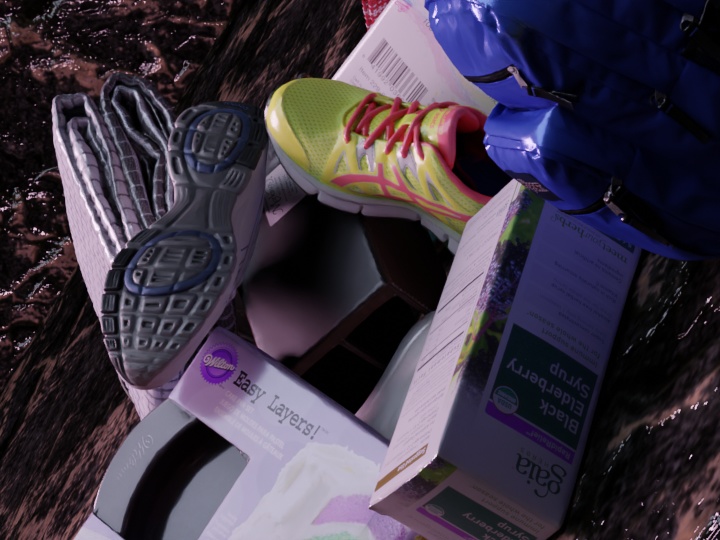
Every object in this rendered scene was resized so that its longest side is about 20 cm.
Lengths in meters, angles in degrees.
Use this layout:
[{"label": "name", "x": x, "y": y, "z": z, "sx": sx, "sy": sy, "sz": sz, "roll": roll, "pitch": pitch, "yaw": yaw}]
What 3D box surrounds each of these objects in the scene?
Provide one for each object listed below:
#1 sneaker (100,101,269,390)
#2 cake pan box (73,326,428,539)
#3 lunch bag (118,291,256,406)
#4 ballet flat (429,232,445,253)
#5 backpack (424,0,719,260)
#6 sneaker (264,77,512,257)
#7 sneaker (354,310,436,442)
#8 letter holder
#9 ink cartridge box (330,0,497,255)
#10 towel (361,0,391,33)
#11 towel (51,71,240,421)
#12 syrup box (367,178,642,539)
[{"label": "sneaker", "x": -0.092, "y": -0.005, "z": 1.365, "sx": 0.087, "sy": 0.074, "sz": 0.201, "roll": 80, "pitch": -155, "yaw": -49}, {"label": "cake pan box", "x": -0.061, "y": 0.152, "z": 1.299, "sx": 0.200, "sy": 0.052, "sz": 0.185, "roll": 34, "pitch": 86, "yaw": 36}, {"label": "lunch bag", "x": -0.088, "y": 0.047, "z": 1.690, "sx": 0.140, "sy": 0.167, "sz": 0.200, "roll": -53, "pitch": 14, "yaw": 26}, {"label": "ballet flat", "x": 0.077, "y": -0.095, "z": 1.632, "sx": 0.201, "sy": 0.067, "sz": 0.072, "roll": -63, "pitch": -7, "yaw": 5}, {"label": "backpack", "x": 0.129, "y": -0.110, "z": 1.122, "sx": 0.169, "sy": 0.199, "sz": 0.162, "roll": -61, "pitch": 13, "yaw": -7}, {"label": "sneaker", "x": 0.037, "y": -0.071, "z": 1.343, "sx": 0.078, "sy": 0.199, "sz": 0.091, "roll": -58, "pitch": -14, "yaw": -32}, {"label": "sneaker", "x": 0.018, "y": 0.121, "z": 1.333, "sx": 0.201, "sy": 0.072, "sz": 0.085, "roll": -63, "pitch": 22, "yaw": 9}, {"label": "letter holder", "x": 0.000, "y": 0.000, "z": 1.459, "sx": 0.100, "sy": 0.142, "sz": 0.201, "roll": -41, "pitch": 43, "yaw": 19}, {"label": "ink cartridge box", "x": 0.089, "y": -0.126, "z": 1.401, "sx": 0.087, "sy": 0.146, "sz": 0.200, "roll": -29, "pitch": -17, "yaw": -47}, {"label": "towel", "x": 0.063, "y": -0.186, "z": 1.490, "sx": 0.144, "sy": 0.023, "sz": 0.200, "roll": -32, "pitch": -18, "yaw": -7}, {"label": "towel", "x": -0.131, "y": -0.006, "z": 1.516, "sx": 0.166, "sy": 0.085, "sz": 0.201, "roll": 91, "pitch": 156, "yaw": -58}, {"label": "syrup box", "x": 0.080, "y": 0.051, "z": 1.231, "sx": 0.081, "sy": 0.078, "sz": 0.201, "roll": -43, "pitch": 21, "yaw": 51}]
